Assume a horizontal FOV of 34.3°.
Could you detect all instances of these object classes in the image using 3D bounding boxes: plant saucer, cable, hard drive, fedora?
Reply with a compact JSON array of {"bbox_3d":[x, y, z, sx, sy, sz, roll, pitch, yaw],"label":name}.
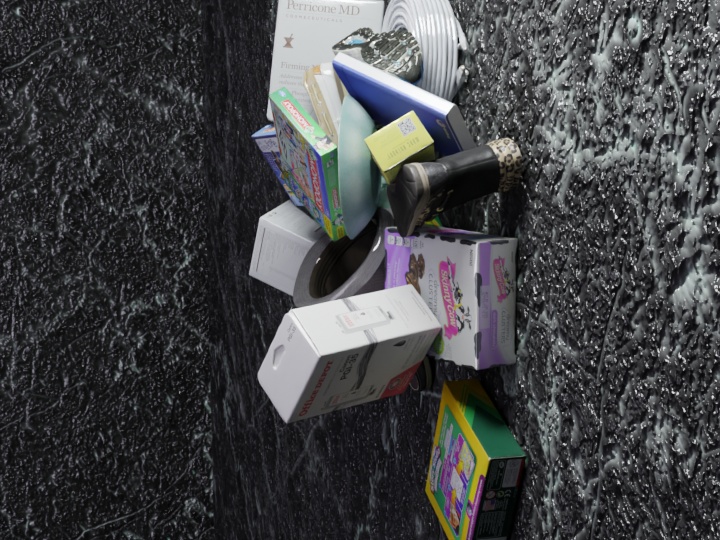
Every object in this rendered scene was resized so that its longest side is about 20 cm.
[{"bbox_3d":[0.003,-0.144,1.619,0.201,0.039,0.201,-1,-90,-82],"label":"plant saucer"},{"bbox_3d":[0.084,-0.310,1.696,0.200,0.069,0.200,110,151,-52],"label":"cable"},{"bbox_3d":[0.061,-0.218,1.586,0.200,0.025,0.132,30,168,31],"label":"hard drive"},{"bbox_3d":[0.000,0.000,1.709,0.200,0.090,0.177,-34,32,36],"label":"fedora"}]

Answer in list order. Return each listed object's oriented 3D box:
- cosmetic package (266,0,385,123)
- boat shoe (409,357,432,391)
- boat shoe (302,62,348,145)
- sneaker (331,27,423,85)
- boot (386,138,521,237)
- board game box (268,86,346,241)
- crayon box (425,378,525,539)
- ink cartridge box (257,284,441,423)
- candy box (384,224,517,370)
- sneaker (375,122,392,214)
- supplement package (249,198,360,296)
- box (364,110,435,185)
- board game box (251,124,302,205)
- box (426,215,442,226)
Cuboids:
[{"bbox_3d":[-0.051,-0.324,1.857,0.166,0.167,0.200,-62,-23,-86],"label":"cosmetic package"},{"bbox_3d":[0.051,0.101,1.804,0.073,0.065,0.200,-2,111,66],"label":"boat shoe"},{"bbox_3d":[-0.035,-0.212,1.751,0.075,0.068,0.200,-42,-59,-77],"label":"boat shoe"},{"bbox_3d":[0.038,-0.285,1.645,0.090,0.078,0.200,60,168,-29],"label":"sneaker"},{"bbox_3d":[0.116,-0.107,1.495,0.200,0.150,0.073,109,143,-74],"label":"boot"},{"bbox_3d":[-0.071,-0.146,1.641,0.135,0.029,0.200,51,163,30],"label":"board game box"},{"bbox_3d":[0.153,0.279,1.601,0.173,0.058,0.200,-117,30,-55],"label":"crayon box"},{"bbox_3d":[-0.015,0.109,1.523,0.083,0.200,0.147,55,138,29],"label":"ink cartridge box"},{"bbox_3d":[0.118,0.031,1.559,0.200,0.072,0.168,11,104,54],"label":"candy box"},{"bbox_3d":[0.048,-0.159,1.783,0.200,0.074,0.118,-92,9,-62],"label":"sneaker"},{"bbox_3d":[-0.060,-0.016,1.868,0.200,0.110,0.114,26,122,18],"label":"supplement package"},{"bbox_3d":[0.054,-0.151,1.503,0.050,0.075,0.200,59,-176,5],"label":"box"},{"bbox_3d":[-0.087,-0.161,1.779,0.135,0.034,0.200,59,162,-17],"label":"board game box"},{"bbox_3d":[0.110,0.025,1.716,0.117,0.048,0.200,105,157,-43],"label":"box"}]
